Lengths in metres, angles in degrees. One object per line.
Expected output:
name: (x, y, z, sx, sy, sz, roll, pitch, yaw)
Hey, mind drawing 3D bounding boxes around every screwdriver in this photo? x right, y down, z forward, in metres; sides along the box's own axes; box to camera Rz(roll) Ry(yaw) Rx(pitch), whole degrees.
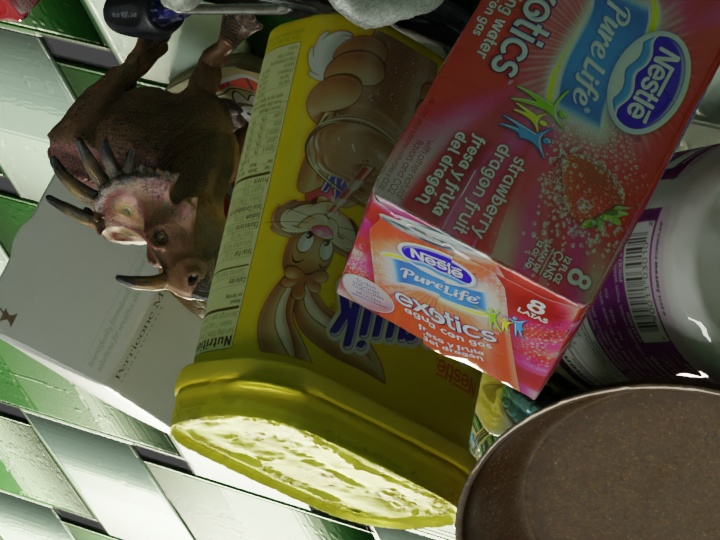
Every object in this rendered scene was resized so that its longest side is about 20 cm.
screwdriver: (-0.074, -0.124, 1.279, 0.028, 0.029, 0.200, 19, 171, -26)

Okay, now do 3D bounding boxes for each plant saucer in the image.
plant saucer: (0.142, 0.115, 1.211, 0.200, 0.037, 0.201, 7, 130, 9)

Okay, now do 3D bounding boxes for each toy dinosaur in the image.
toy dinosaur: (-0.111, -0.058, 1.351, 0.200, 0.136, 0.086, 11, 139, 57)

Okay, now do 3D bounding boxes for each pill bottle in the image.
pill bottle: (0.141, 0.003, 1.258, 0.112, 0.112, 0.200, 37, 163, -18)

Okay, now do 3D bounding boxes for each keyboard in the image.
keyboard: (-0.036, -0.144, 1.283, 0.200, 0.040, 0.104, 13, 174, 29)

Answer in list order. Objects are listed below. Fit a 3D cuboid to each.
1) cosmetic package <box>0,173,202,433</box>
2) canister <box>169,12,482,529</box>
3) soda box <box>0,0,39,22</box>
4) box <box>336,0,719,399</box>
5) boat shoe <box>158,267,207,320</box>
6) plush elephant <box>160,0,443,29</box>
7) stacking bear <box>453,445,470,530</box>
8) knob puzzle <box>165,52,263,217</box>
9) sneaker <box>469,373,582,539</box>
cosmetic package: (-0.124, 0.019, 1.511, 0.085, 0.108, 0.200, 26, 175, 14)
canister: (0.000, 0.000, 1.270, 0.148, 0.201, 0.086, 28, 154, -38)
soda box: (-0.216, -0.204, 1.301, 0.070, 0.064, 0.200, 8, 148, 37)
box: (0.080, -0.065, 1.097, 0.095, 0.200, 0.100, 28, 155, 4)
boat shoe: (-0.047, 0.006, 1.432, 0.071, 0.065, 0.200, 25, 169, 21)
plush elephant: (-0.032, -0.165, 1.074, 0.164, 0.155, 0.200, 33, 155, -9)
stacking bear: (0.102, 0.129, 1.450, 0.121, 0.114, 0.200, 36, -175, -19)
knob puzzle: (-0.033, -0.042, 1.460, 0.219, 0.031, 0.220, 24, 155, 12)
sneaker: (0.074, 0.089, 1.344, 0.077, 0.087, 0.200, 14, -175, -7)
